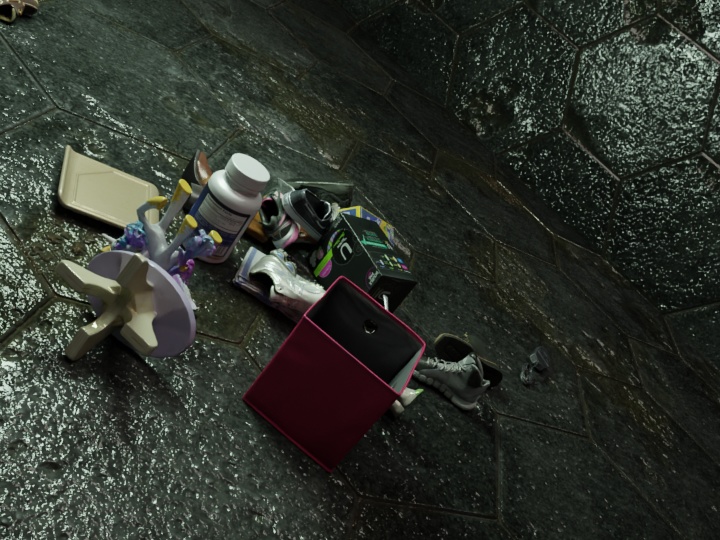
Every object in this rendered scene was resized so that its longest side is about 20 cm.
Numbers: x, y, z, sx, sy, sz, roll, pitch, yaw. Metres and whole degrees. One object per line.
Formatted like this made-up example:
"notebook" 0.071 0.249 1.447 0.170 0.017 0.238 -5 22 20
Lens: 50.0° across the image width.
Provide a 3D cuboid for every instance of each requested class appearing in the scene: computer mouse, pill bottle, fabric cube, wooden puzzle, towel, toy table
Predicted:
"computer mouse" 0.444 0.248 1.988 0.059 0.034 0.200 58 33 3
"pill bottle" -0.258 -0.121 1.480 0.111 0.200 0.111 30 26 -16
"fabric cube" -0.038 0.168 1.294 0.196 0.200 0.200 38 26 2
"wooden puzzle" -0.465 -0.135 1.434 0.199 0.037 0.186 27 27 -31
"towel" -0.157 0.038 1.555 0.199 0.024 0.147 33 26 -13
"toy table" -0.346 0.051 1.133 0.199 0.185 0.117 29 8 9

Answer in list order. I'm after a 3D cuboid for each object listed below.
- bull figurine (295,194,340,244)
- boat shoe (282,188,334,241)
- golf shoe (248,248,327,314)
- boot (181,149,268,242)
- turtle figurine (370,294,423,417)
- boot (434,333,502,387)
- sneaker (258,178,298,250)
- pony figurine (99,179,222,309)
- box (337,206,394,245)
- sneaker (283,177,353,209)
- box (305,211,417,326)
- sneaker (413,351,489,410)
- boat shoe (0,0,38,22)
"bull figurine" -0.108 -0.107 1.784 0.199 0.065 0.123 22 68 -45
"boat shoe" -0.090 -0.121 1.684 0.200 0.067 0.072 40 38 -51
"golf shoe" -0.131 0.052 1.480 0.200 0.079 0.097 40 41 15
"boot" -0.284 -0.164 1.672 0.199 0.069 0.189 23 29 -30
"turtle figurine" 0.046 0.167 1.471 0.194 0.144 0.200 47 30 10
"boot" 0.231 0.178 1.785 0.200 0.077 0.139 39 18 -29
"sneaker" -0.183 -0.142 1.670 0.086 0.080 0.201 49 16 -42
"pony figurine" -0.330 -0.023 1.281 0.194 0.199 0.166 57 21 4
"box" 0.015 -0.093 1.857 0.200 0.064 0.071 24 62 -61
"sneaker" -0.119 -0.169 1.890 0.197 0.115 0.076 5 15 -4
"box" 0.000 0.000 1.674 0.124 0.149 0.201 10 37 -45
"sneaker" 0.188 0.199 1.631 0.199 0.116 0.075 35 26 -8
"boat shoe" -0.795 -0.588 1.725 0.200 0.072 0.073 -23 94 -73
